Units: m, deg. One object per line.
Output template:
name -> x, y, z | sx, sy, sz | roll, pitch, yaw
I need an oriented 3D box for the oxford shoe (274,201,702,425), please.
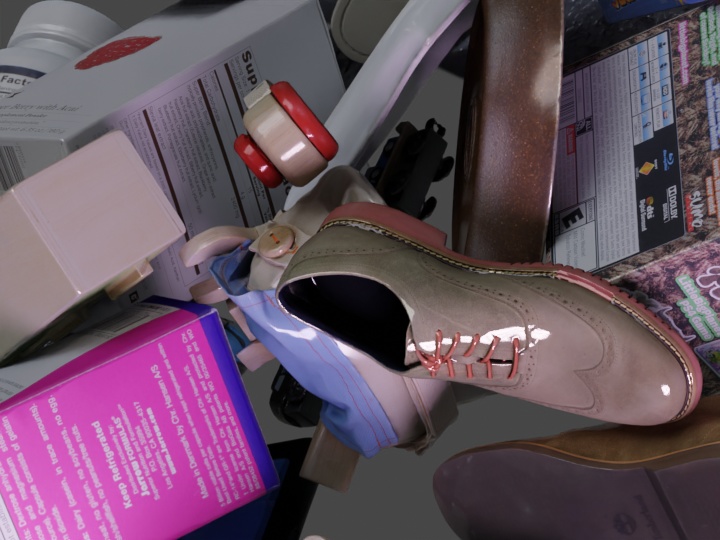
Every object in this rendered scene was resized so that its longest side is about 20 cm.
oxford shoe -> 0.054, 0.034, 1.169 | 0.199, 0.071, 0.075 | 18, 34, 22

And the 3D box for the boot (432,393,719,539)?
boot -> 0.125, 0.096, 1.197 | 0.199, 0.074, 0.075 | -7, 26, 38

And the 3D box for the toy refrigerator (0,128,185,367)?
toy refrigerator -> -0.174, 0.007, 1.337 | 0.076, 0.070, 0.200 | -33, -2, -38

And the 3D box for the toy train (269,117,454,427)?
toy train -> 0.000, 0.000, 1.419 | 0.046, 0.034, 0.201 | -10, 47, 50

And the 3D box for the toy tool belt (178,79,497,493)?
toy tool belt -> -0.026, 0.015, 1.290 | 0.123, 0.200, 0.125 | -39, 28, 1

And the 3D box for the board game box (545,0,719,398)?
board game box -> 0.195, -0.047, 1.230 | 0.199, 0.097, 0.160 | -23, 41, 25

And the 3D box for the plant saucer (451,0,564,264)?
plant saucer -> 0.071, -0.064, 1.294 | 0.036, 0.201, 0.201 | 4, 46, -3

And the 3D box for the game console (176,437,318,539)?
game console -> -0.141, 0.147, 1.340 | 0.199, 0.176, 0.117 | -13, 74, 34

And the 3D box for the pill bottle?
pill bottle -> -0.210, -0.066, 1.609 | 0.111, 0.111, 0.201 | -7, 49, 38

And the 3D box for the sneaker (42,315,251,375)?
sneaker -> -0.138, 0.059, 1.474 | 0.199, 0.073, 0.082 | 0, 79, 41

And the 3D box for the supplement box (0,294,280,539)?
supplement box -> -0.157, 0.099, 1.289 | 0.199, 0.104, 0.101 | -24, 12, -19

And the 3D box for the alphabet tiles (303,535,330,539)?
alphabet tiles -> -0.013, 0.223, 1.168 | 0.200, 0.015, 0.196 | -49, 49, 16

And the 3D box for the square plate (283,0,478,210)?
square plate -> 0.034, -0.124, 1.386 | 0.198, 0.028, 0.200 | -53, 0, -40

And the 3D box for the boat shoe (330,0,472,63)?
boat shoe -> 0.059, -0.197, 1.537 | 0.200, 0.073, 0.063 | -42, 22, -4

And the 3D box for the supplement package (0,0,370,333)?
supplement package -> -0.113, -0.063, 1.446 | 0.121, 0.120, 0.200 | 4, 29, 45

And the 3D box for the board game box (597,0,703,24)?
board game box -> 0.207, -0.174, 1.293 | 0.135, 0.035, 0.200 | -27, 7, -13
